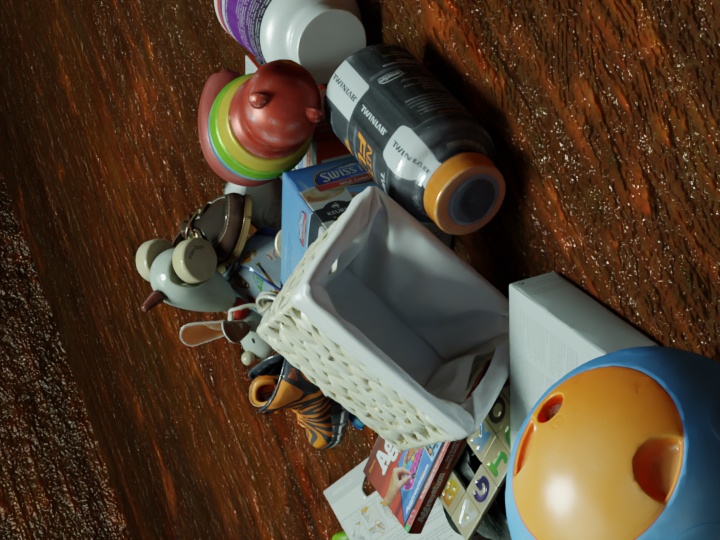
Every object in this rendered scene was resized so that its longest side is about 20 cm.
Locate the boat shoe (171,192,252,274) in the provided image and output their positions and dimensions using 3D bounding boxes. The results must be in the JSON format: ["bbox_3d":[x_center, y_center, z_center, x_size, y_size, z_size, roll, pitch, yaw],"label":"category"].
[{"bbox_3d":[-0.174,-0.039,1.628,0.200,0.070,0.071,134,145,-64],"label":"boat shoe"}]

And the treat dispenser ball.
[{"bbox_3d":[0.197,0.152,0.956,0.201,0.199,0.203,165,90,-69],"label":"treat dispenser ball"}]

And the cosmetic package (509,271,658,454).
[{"bbox_3d":[0.182,0.123,1.180,0.151,0.051,0.202,-136,37,-56],"label":"cosmetic package"}]

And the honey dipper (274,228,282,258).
[{"bbox_3d":[-0.057,-0.040,1.584,0.200,0.038,0.038,-38,-64,-78],"label":"honey dipper"}]

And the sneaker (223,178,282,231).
[{"bbox_3d":[-0.093,-0.062,1.679,0.087,0.075,0.200,39,172,35],"label":"sneaker"}]

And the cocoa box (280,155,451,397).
[{"bbox_3d":[0.000,0.000,1.441,0.131,0.132,0.201,-126,29,-43],"label":"cocoa box"}]

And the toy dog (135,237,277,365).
[{"bbox_3d":[-0.176,0.047,1.599,0.199,0.097,0.132,36,153,-11],"label":"toy dog"}]

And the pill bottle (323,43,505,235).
[{"bbox_3d":[0.052,-0.114,1.276,0.200,0.105,0.107,-128,31,-45],"label":"pill bottle"}]

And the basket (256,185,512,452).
[{"bbox_3d":[0.025,0.049,1.253,0.200,0.136,0.123,41,148,-12],"label":"basket"}]

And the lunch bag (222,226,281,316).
[{"bbox_3d":[-0.085,0.032,1.682,0.159,0.076,0.200,30,159,-7],"label":"lunch bag"}]

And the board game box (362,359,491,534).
[{"bbox_3d":[0.067,0.144,1.382,0.103,0.019,0.201,48,121,51],"label":"board game box"}]

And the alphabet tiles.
[{"bbox_3d":[0.095,0.129,1.366,0.200,0.007,0.168,54,126,47],"label":"alphabet tiles"}]

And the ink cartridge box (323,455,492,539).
[{"bbox_3d":[0.058,0.275,1.514,0.200,0.044,0.177,-44,68,49],"label":"ink cartridge box"}]

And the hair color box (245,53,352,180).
[{"bbox_3d":[-0.066,-0.155,1.602,0.200,0.063,0.112,-126,29,-45],"label":"hair color box"}]

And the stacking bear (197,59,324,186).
[{"bbox_3d":[-0.091,-0.150,1.391,0.200,0.121,0.115,163,126,-74],"label":"stacking bear"}]

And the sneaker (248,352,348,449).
[{"bbox_3d":[-0.072,0.138,1.578,0.201,0.111,0.078,98,155,-49],"label":"sneaker"}]

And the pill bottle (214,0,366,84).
[{"bbox_3d":[-0.070,-0.263,1.477,0.200,0.112,0.113,-134,36,-52],"label":"pill bottle"}]

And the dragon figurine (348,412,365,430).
[{"bbox_3d":[0.015,0.139,1.594,0.100,0.058,0.201,95,156,-45],"label":"dragon figurine"}]

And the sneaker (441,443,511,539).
[{"bbox_3d":[0.109,0.183,1.397,0.104,0.060,0.201,-53,51,53],"label":"sneaker"}]

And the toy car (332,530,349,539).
[{"bbox_3d":[0.015,0.388,1.659,0.200,0.157,0.166,-25,79,56],"label":"toy car"}]
